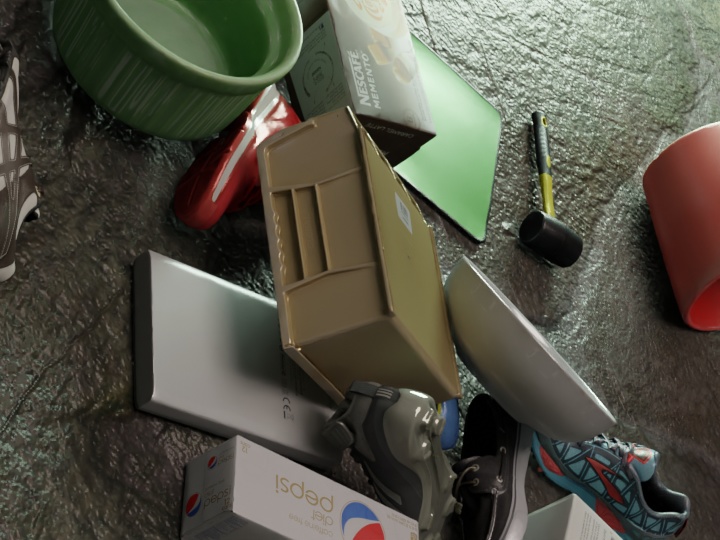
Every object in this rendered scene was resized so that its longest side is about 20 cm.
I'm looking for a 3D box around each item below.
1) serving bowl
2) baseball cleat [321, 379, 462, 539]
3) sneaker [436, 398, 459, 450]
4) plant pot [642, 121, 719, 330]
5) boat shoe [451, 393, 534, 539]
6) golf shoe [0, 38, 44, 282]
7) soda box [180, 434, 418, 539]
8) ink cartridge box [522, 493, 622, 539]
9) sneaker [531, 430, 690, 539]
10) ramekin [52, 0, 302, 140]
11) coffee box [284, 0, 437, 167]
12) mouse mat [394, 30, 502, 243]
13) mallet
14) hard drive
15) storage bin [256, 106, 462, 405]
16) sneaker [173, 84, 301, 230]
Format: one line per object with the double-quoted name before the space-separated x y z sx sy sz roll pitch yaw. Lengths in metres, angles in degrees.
"serving bowl" 0.136 0.081 1.617 0.200 0.066 0.200 48 4 -5
"baseball cleat" 0.025 0.155 1.489 0.070 0.106 0.201 -53 152 -37
"sneaker" 0.048 0.067 1.623 0.078 0.066 0.202 33 40 -54
"plant pot" 0.416 -0.057 2.048 0.200 0.200 0.178 8 50 -47
"boat shoe" 0.108 0.184 1.603 0.066 0.070 0.201 36 41 -17
"golf shoe" -0.276 -0.078 1.337 0.095 0.077 0.201 49 35 -43
"soda box" -0.043 0.201 1.413 0.199 0.063 0.069 30 45 -35
"ink cartridge box" 0.213 0.322 1.615 0.200 0.084 0.145 44 39 -19
"sneaker" 0.240 0.180 1.736 0.200 0.095 0.080 46 38 -17
"ramekin" -0.156 -0.204 1.504 0.199 0.098 0.201 23 44 -24
"coffee box" -0.013 -0.205 1.714 0.114 0.080 0.201 10 58 -43
"mouse mat" 0.082 -0.138 1.845 0.161 0.008 0.201 39 42 -26
"mallet" 0.203 -0.087 1.931 0.066 0.041 0.201 36 38 -26
"hard drive" -0.098 0.075 1.467 0.199 0.027 0.133 24 49 -40
"storage bin" 0.000 0.000 1.509 0.200 0.093 0.200 50 27 -59
"sneaker" -0.078 -0.076 1.553 0.116 0.078 0.201 45 40 -17
